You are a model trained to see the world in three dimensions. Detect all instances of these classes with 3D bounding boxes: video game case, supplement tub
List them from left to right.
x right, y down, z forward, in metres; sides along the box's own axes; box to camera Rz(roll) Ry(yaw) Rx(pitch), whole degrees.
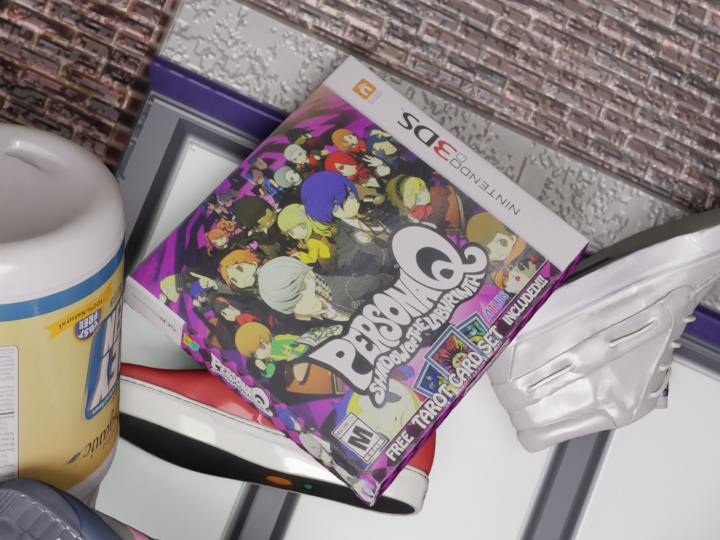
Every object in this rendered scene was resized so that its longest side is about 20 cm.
[{"bbox_3d":[-0.193,0.042,0.956,0.143,0.145,0.202,-2,124,-13],"label":"supplement tub"},{"bbox_3d":[0.000,0.000,1.047,0.181,0.036,0.200,39,64,11],"label":"video game case"}]

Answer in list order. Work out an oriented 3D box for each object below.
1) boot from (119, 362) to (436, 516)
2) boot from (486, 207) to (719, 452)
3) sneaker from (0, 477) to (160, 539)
[{"bbox_3d":[-0.047,0.047,1.072,0.198,0.072,0.146,14,71,-6],"label":"boot"},{"bbox_3d":[0.168,0.034,1.120,0.198,0.074,0.096,-23,97,-5],"label":"boot"},{"bbox_3d":[-0.107,0.162,0.944,0.200,0.070,0.082,45,34,-16],"label":"sneaker"}]
